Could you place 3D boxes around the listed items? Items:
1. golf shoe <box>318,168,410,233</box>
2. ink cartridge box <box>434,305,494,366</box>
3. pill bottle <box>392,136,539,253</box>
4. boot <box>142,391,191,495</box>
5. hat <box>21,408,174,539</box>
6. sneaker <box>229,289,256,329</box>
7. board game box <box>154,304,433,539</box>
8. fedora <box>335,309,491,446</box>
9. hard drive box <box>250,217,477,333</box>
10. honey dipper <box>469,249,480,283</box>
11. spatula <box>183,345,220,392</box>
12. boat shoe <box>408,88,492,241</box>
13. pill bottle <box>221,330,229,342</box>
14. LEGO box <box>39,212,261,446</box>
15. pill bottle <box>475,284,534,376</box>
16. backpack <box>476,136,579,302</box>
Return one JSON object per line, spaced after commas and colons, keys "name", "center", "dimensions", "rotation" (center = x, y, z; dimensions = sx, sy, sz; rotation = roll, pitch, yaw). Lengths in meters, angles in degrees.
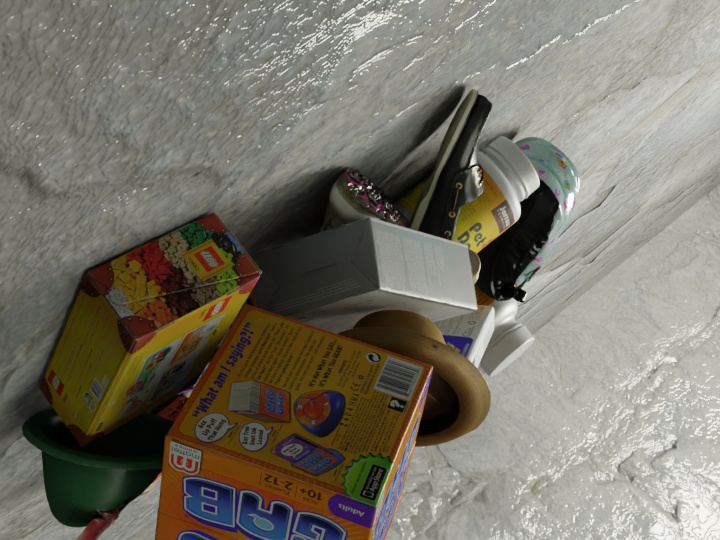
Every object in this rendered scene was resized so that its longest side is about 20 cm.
{"name": "golf shoe", "center": [-0.005, -0.048, 1.460], "dimensions": [0.092, 0.073, 0.200], "rotation": [-41, 166, 3]}
{"name": "ink cartridge box", "center": [0.041, 0.087, 1.582], "dimensions": [0.198, 0.198, 0.044], "rotation": [-55, 147, -62]}
{"name": "pill bottle", "center": [0.114, -0.070, 1.636], "dimensions": [0.199, 0.109, 0.109], "rotation": [-38, 167, -8]}
{"name": "boot", "center": [-0.237, 0.196, 1.640], "dimensions": [0.107, 0.075, 0.200], "rotation": [-50, 172, 26]}
{"name": "hat", "center": [-0.267, 0.243, 1.350], "dimensions": [0.199, 0.165, 0.178], "rotation": [0, 105, -43]}
{"name": "sneaker", "center": [-0.078, 0.032, 1.540], "dimensions": [0.077, 0.079, 0.199], "rotation": [-38, 162, 27]}
{"name": "board game box", "center": [-0.065, 0.193, 1.314], "dimensions": [0.201, 0.198, 0.201], "rotation": [-62, 167, -51]}
{"name": "fedora", "center": [0.042, 0.101, 1.416], "dimensions": [0.201, 0.199, 0.082], "rotation": [126, -20, -46]}
{"name": "hard drive box", "center": [0.006, 0.014, 1.444], "dimensions": [0.155, 0.078, 0.199], "rotation": [-16, 164, 31]}
{"name": "honey dipper", "center": [0.117, 0.015, 1.618], "dimensions": [0.038, 0.038, 0.200], "rotation": [-38, 169, -8]}
{"name": "spatula", "center": [-0.174, 0.110, 1.538], "dimensions": [0.056, 0.021, 0.200], "rotation": [-20, 167, -38]}
{"name": "boat shoe", "center": [0.107, -0.105, 1.509], "dimensions": [0.074, 0.063, 0.203], "rotation": [-70, 180, -59]}
{"name": "pill bottle", "center": [-0.081, 0.139, 1.582], "dimensions": [0.110, 0.200, 0.111], "rotation": [-36, 166, -11]}
{"name": "LEGO box", "center": [-0.197, 0.057, 1.264], "dimensions": [0.148, 0.077, 0.200], "rotation": [-29, 163, -40]}
{"name": "pill bottle", "center": [0.146, 0.044, 1.896], "dimensions": [0.111, 0.200, 0.111], "rotation": [-37, 166, -10]}
{"name": "backpack", "center": [0.193, -0.077, 1.783], "dimensions": [0.200, 0.166, 0.127], "rotation": [-56, 179, 42]}
